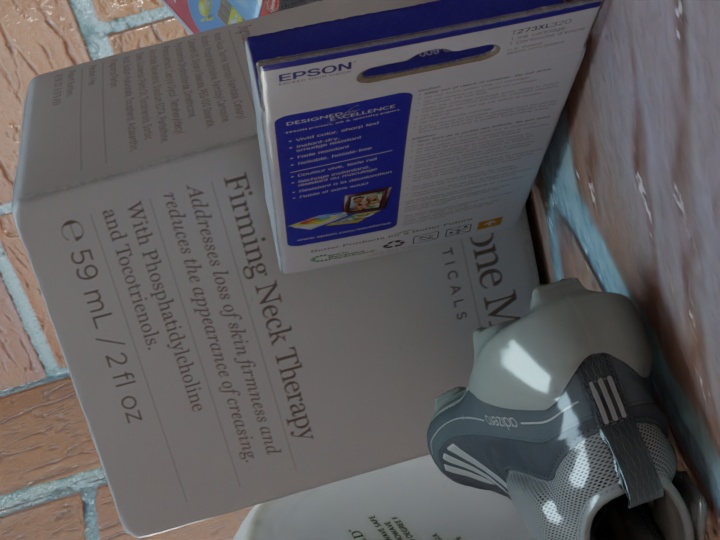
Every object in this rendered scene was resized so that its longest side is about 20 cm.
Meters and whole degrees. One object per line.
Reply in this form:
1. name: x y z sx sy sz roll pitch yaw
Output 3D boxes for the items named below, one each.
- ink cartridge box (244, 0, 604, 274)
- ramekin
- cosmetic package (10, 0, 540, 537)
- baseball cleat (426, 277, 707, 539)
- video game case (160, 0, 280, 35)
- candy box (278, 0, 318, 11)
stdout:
1. ink cartridge box: 0.014 -0.047 0.474 0.200 0.094 0.037 96 162 -76
2. ramekin: 0.024 0.165 0.709 0.203 0.201 0.095 -110 18 -63
3. cosmetic package: -0.035 -0.014 0.666 0.166 0.199 0.168 -112 7 -64
4. baseball cleat: 0.065 0.074 0.499 0.200 0.069 0.107 78 176 -72
5. video game case: -0.083 -0.241 0.961 0.143 0.017 0.201 49 133 38
6. candy box: -0.066 -0.198 1.062 0.136 0.061 0.201 93 161 -74
